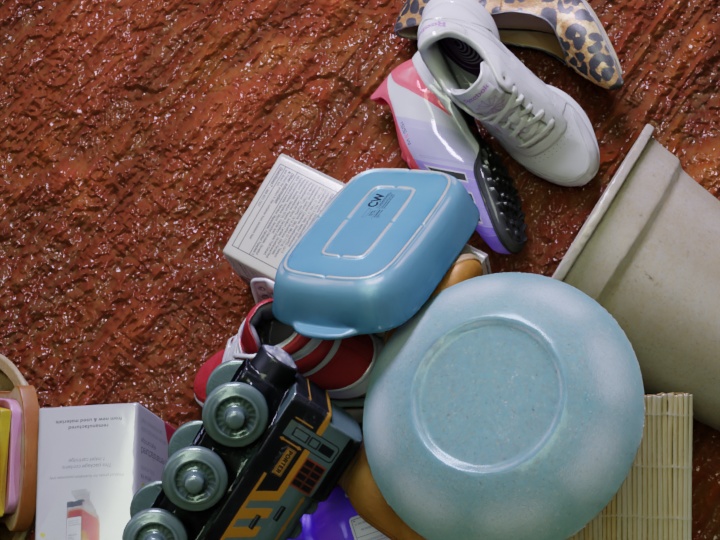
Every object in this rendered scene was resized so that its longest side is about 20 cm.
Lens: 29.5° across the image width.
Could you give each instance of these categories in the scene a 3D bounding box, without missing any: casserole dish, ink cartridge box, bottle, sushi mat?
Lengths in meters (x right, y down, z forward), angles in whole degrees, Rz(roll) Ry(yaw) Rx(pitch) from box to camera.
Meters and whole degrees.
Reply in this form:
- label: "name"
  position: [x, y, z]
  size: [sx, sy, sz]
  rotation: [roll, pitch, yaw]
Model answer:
- label: "casserole dish"
  position: [0.010, -0.022, 1.012]
  size: [0.120, 0.039, 0.200]
  rotation: [6, 36, 28]
- label: "ink cartridge box"
  position: [-0.191, 0.218, 1.062]
  size: [0.082, 0.145, 0.202]
  rotation: [-4, 72, 7]
- label: "bottle"
  position: [0.012, 0.191, 1.057]
  size: [0.198, 0.083, 0.066]
  rotation: [-22, 81, 19]
- label: "sushi mat"
  position: [0.198, 0.183, 1.013]
  size: [0.094, 0.012, 0.202]
  rotation: [-2, 107, 6]

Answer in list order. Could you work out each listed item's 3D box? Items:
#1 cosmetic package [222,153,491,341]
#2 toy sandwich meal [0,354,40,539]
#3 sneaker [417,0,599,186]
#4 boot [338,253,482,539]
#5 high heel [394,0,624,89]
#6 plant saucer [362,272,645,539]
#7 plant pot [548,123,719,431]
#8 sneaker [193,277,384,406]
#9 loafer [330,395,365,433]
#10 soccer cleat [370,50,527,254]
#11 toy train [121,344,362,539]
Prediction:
- label: "cosmetic package"
  position: [0.000, 0.000, 1.129]
  size: [0.199, 0.087, 0.104]
  rotation: [28, 78, 18]
- label: "toy sandwich meal"
  position: [-0.320, 0.158, 1.098]
  size: [0.204, 0.070, 0.208]
  rotation: [-8, 79, 44]
- label: "sneaker"
  position: [0.115, -0.135, 1.124]
  size: [0.200, 0.100, 0.075]
  rotation: [43, 119, -9]
- label: "boot"
  position: [0.067, 0.101, 0.984]
  size: [0.144, 0.071, 0.202]
  rotation: [35, 88, 35]
- label: "high heel"
  position: [0.125, -0.193, 1.175]
  size: [0.142, 0.072, 0.201]
  rotation: [-31, 57, -4]
- label: "plant saucer"
  position: [0.089, 0.088, 0.920]
  size: [0.199, 0.039, 0.203]
  rotation: [-8, 65, 18]
- label: "plant pot"
  position: [0.241, 0.023, 1.037]
  size: [0.183, 0.201, 0.201]
  rotation: [33, 80, 7]
- label: "sneaker"
  position: [-0.085, 0.063, 1.075]
  size: [0.199, 0.112, 0.072]
  rotation: [-14, 56, 38]
- label: "loafer"
  position: [0.048, 0.131, 1.089]
  size: [0.197, 0.072, 0.064]
  rotation: [-3, 77, 7]
- label: "soccer cleat"
  position: [0.076, -0.092, 1.164]
  size: [0.073, 0.068, 0.201]
  rotation: [-32, 70, 20]
- label: "toy train"
  position: [-0.086, 0.153, 0.962]
  size: [0.113, 0.085, 0.201]
  rotation: [32, 96, -9]
